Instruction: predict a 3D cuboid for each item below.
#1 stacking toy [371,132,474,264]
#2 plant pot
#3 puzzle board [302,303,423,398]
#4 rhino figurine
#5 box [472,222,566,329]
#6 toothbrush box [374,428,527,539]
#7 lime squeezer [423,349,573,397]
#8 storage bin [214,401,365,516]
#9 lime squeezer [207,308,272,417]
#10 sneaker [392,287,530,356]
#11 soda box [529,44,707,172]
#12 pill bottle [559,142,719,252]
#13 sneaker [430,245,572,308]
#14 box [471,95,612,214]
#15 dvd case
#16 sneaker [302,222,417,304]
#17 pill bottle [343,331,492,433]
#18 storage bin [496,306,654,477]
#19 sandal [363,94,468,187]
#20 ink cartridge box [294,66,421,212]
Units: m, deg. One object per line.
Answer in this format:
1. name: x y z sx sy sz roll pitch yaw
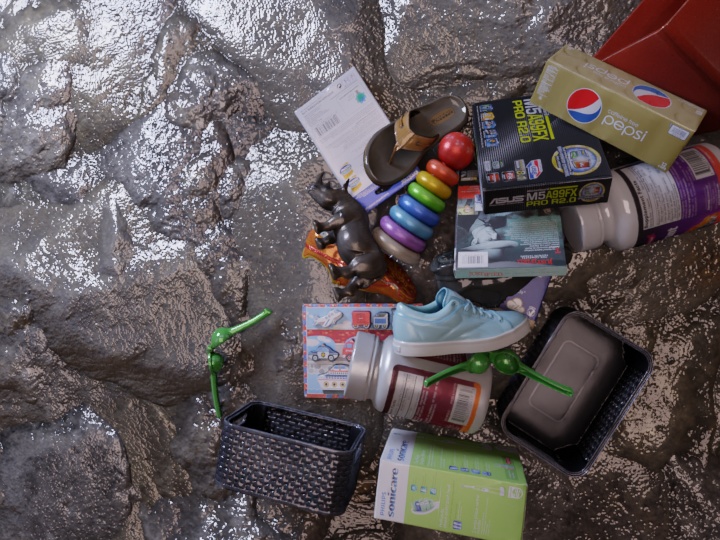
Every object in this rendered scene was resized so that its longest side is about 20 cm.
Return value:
1. stacking toy: 0.101 -0.112 0.811 0.085 0.085 0.201 35 103 8
2. plant pot: 0.450 -0.290 0.704 0.176 0.200 0.200 43 92 -7
3. puzzle board: 0.003 0.130 0.877 0.197 0.017 0.153 -1 90 11
4. rhino figurine: -0.025 -0.060 0.800 0.086 0.060 0.202 -16 68 -12
5. box: 0.235 -0.028 0.825 0.120 0.032 0.203 20 93 10
6. toothbrush box: 0.129 0.303 0.790 0.197 0.146 0.088 7 92 9
7. lime squeezer: 0.177 0.137 0.734 0.197 0.038 0.071 5 49 -6
8. storage bin: -0.102 0.277 0.827 0.197 0.135 0.095 10 92 10
9. lime squeezer: -0.222 0.141 0.907 0.070 0.038 0.202 24 96 -23
10. sneaker: 0.139 0.064 0.743 0.197 0.074 0.083 -7 103 -13
11. soda box: 0.328 -0.213 0.708 0.199 0.064 0.068 36 52 18
12. pill bottle: 0.383 -0.092 0.747 0.197 0.111 0.113 -16 88 4
13. sneaker: 0.203 0.005 0.786 0.197 0.076 0.092 -11 107 9
14. box: 0.240 -0.168 0.757 0.158 0.045 0.202 -5 49 11
15. dvd case: 0.205 -0.074 0.768 0.144 0.022 0.202 -2 49 14
16. sneaker: 0.000 0.000 0.859 0.199 0.073 0.078 33 113 15
17. pill bottle: 0.080 0.159 0.798 0.197 0.114 0.116 14 93 0
18. storage bin: 0.299 0.167 0.784 0.134 0.094 0.202 31 95 9
19. sandal: 0.086 -0.202 0.810 0.199 0.055 0.082 -34 85 -13
20. ink cartridge box: -0.002 -0.200 0.863 0.119 0.042 0.201 -33 83 7
